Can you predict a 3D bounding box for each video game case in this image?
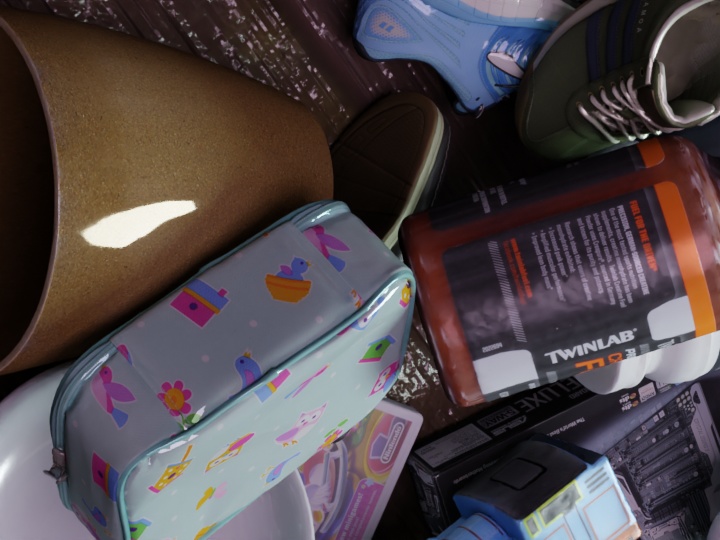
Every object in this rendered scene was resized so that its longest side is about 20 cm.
[{"bbox_3d":[-0.077,0.114,1.655,0.199,0.018,0.144,21,97,-27],"label":"video game case"}]

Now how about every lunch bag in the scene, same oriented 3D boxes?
[{"bbox_3d":[-0.068,0.063,1.495,0.200,0.077,0.161,-35,160,-20],"label":"lunch bag"}]

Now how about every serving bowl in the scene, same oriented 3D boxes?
[{"bbox_3d":[-0.127,0.149,1.573,0.199,0.066,0.201,4,75,-16],"label":"serving bowl"}]

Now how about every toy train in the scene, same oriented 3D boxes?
[{"bbox_3d":[0.072,0.183,1.637,0.200,0.087,0.115,-36,114,-21],"label":"toy train"}]

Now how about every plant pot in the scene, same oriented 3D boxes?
[{"bbox_3d":[-0.120,-0.043,1.517,0.199,0.186,0.187,-3,107,-38],"label":"plant pot"}]

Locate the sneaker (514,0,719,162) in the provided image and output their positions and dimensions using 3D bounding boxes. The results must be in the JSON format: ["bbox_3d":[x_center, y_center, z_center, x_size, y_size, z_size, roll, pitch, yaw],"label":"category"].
[{"bbox_3d":[0.151,-0.104,1.540,0.067,0.090,0.200,31,128,-24],"label":"sneaker"}]

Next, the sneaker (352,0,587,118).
[{"bbox_3d":[0.082,-0.126,1.634,0.199,0.078,0.090,17,116,-23],"label":"sneaker"}]

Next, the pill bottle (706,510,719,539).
[{"bbox_3d":[0.291,0.126,1.722,0.200,0.115,0.116,-44,123,-44],"label":"pill bottle"}]

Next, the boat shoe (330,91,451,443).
[{"bbox_3d":[0.000,0.000,1.631,0.065,0.073,0.201,28,88,-47],"label":"boat shoe"}]

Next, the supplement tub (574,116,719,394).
[{"bbox_3d":[0.205,-0.020,1.666,0.199,0.140,0.141,-19,112,-16],"label":"supplement tub"}]

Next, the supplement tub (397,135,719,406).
[{"bbox_3d":[0.126,-0.005,1.528,0.199,0.107,0.107,-17,113,3],"label":"supplement tub"}]

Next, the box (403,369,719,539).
[{"bbox_3d":[0.139,0.137,1.736,0.199,0.050,0.158,-24,113,-16],"label":"box"}]
